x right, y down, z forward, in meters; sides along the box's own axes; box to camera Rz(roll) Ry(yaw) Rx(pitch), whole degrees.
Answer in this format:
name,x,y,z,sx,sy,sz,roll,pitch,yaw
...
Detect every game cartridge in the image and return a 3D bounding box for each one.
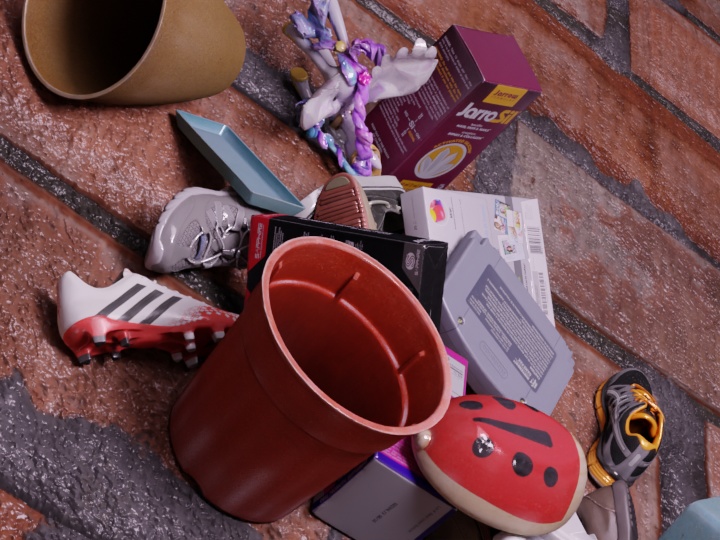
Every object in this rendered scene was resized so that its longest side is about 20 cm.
name,x,y,z,sx,sy,sz,roll,pitch,yaw
game cartridge,0.150,0.071,1.797,0.201,0.041,0.133,52,51,-17

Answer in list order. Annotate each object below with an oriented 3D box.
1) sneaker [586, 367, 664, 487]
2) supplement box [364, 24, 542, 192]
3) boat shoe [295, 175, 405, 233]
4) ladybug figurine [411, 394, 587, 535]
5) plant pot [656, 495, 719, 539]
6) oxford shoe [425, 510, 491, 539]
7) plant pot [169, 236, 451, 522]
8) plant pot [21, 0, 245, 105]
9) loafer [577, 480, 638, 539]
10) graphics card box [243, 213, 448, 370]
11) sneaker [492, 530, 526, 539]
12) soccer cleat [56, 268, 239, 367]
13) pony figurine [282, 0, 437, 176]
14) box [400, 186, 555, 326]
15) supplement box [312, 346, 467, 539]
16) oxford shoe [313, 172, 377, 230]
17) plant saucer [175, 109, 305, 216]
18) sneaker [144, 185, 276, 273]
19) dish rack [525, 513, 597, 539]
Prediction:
name,x,y,z,sx,sy,sz,roll,pitch,yaw
sneaker,0.314,0.173,1.888,0.078,0.077,0.201,36,34,-11
supplement box,0.097,-0.181,1.908,0.110,0.200,0.086,3,52,-45
boat shoe,-0.002,-0.060,1.795,0.199,0.071,0.064,-14,64,-54
ladybug figurine,0.134,0.170,1.518,0.199,0.072,0.137,16,43,-35
plant pot,0.397,0.344,1.713,0.195,0.196,0.200,-1,44,-47
oxford shoe,0.078,0.279,1.535,0.074,0.071,0.201,17,41,-25
plant pot,-0.056,0.109,1.453,0.200,0.195,0.202,27,39,-24
plant pot,-0.209,-0.246,1.691,0.199,0.186,0.187,13,44,-57
loafer,0.252,0.315,1.699,0.073,0.070,0.202,63,23,-50
graphics card box,-0.017,0.021,1.553,0.051,0.198,0.127,-4,101,-56
sneaker,0.175,0.315,1.546,0.081,0.070,0.201,-96,162,-50
soccer cleat,-0.187,0.038,1.502,0.199,0.069,0.086,1,58,-41
pony figurine,-0.016,-0.208,1.849,0.165,0.194,0.201,-19,66,-17
box,0.135,-0.008,1.865,0.199,0.041,0.158,2,77,-46
supplement box,0.032,0.156,1.582,0.103,0.101,0.201,33,35,-18
oxford shoe,0.000,0.000,1.713,0.074,0.070,0.202,2,80,-54
plant saucer,-0.127,-0.109,1.692,0.069,0.019,0.200,16,19,-37
sneaker,-0.132,-0.037,1.609,0.082,0.075,0.200,30,29,21
dish rack,0.157,0.218,1.641,0.199,0.044,0.172,37,13,-19
